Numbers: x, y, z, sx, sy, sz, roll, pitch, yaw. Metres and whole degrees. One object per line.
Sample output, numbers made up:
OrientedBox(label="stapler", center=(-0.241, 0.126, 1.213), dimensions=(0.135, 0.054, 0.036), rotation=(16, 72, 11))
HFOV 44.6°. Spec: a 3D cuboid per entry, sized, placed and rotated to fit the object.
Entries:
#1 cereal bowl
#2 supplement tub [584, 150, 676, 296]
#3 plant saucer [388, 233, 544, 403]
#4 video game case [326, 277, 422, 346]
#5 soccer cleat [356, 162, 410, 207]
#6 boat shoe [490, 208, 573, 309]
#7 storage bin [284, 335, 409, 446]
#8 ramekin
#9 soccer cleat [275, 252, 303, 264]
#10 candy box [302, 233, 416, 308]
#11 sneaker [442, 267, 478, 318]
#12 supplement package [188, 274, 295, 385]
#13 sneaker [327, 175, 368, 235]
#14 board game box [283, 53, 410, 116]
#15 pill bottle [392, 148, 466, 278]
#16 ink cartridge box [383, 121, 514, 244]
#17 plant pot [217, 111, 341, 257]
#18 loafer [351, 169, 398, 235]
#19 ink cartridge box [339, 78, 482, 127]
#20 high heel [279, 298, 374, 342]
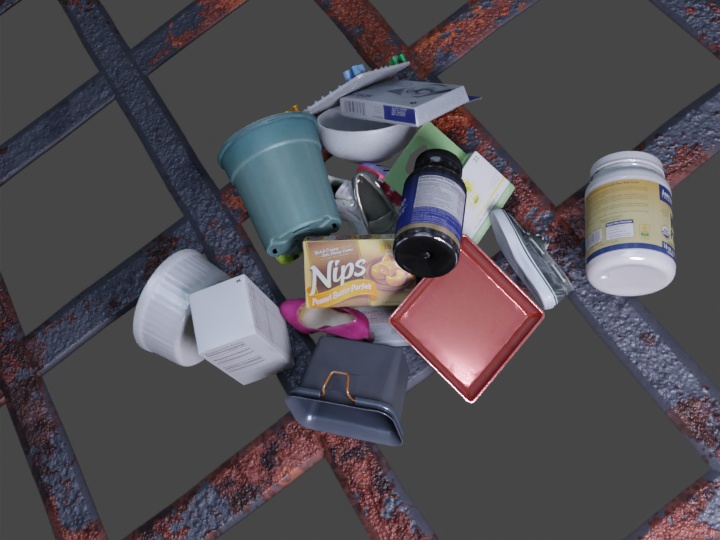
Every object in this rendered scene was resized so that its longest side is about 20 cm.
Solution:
OrientedBox(label="cereal bowl", center=(0.015, -0.258, 1.676), dimensions=(0.195, 0.085, 0.201), rotation=(-5, 26, 2))
OrientedBox(label="supplement tub", center=(0.439, -0.077, 1.438), dimensions=(0.141, 0.145, 0.205), rotation=(-2, 65, 17))
OrientedBox(label="plant saucer", center=(0.175, 0.080, 1.470), dimensions=(0.200, 0.037, 0.200), rotation=(43, 82, -3))
OrientedBox(label="video game case", center=(0.037, 0.049, 1.584), dimensions=(0.195, 0.023, 0.186), rotation=(-5, 64, 17))
OrientedBox(label="soccer cleat", center=(0.087, -0.155, 1.630), dimensions=(0.197, 0.067, 0.077), rotation=(27, 57, 13))
OrientedBox(label="boat shoe", center=(0.295, -0.028, 1.515), dimensions=(0.070, 0.072, 0.203), rotation=(-27, 70, -6))
OrientedBox(label="storage bin", center=(-0.013, 0.190, 1.475), dimensions=(0.195, 0.147, 0.137), rotation=(6, 57, 21))
OrientedBox(label="ramekin", center=(-0.311, 0.073, 1.593), dimensions=(0.096, 0.201, 0.203), rotation=(26, 75, 19))
OrientedBox(label="soccer cleat", center=(-0.125, -0.104, 1.701), dimensions=(0.083, 0.064, 0.205), rotation=(-3, 65, 50))
OrientedBox(label="candy box", center=(0.000, 0.000, 1.519), dimensions=(0.194, 0.055, 0.119), rotation=(-1, 101, 3))
OrientedBox(label="sneaker", center=(0.158, -0.014, 1.535), dimensions=(0.088, 0.067, 0.204), rotation=(-18, 78, -8))
OrientedBox(label="supplement package", center=(-0.204, 0.107, 1.529), dimensions=(0.107, 0.200, 0.116), rotation=(-19, 64, 8))
OrientedBox(label="sneaker", center=(-0.002, -0.109, 1.628), dimensions=(0.198, 0.100, 0.075), rotation=(32, 76, 27))
OrientedBox(label="board game box", center=(-0.027, -0.346, 1.671), dimensions=(0.198, 0.199, 0.026), rotation=(-26, 94, 36))
OrientedBox(label="pill bottle", center=(0.119, -0.099, 1.449), dimensions=(0.109, 0.113, 0.203), rotation=(-2, 51, 17))
OrientedBox(label="ink cartridge box", center=(0.159, -0.153, 1.562), dimensions=(0.199, 0.048, 0.147), rotation=(40, 79, -13))
OrientedBox(label="plant pot", center=(-0.134, -0.144, 1.576), dimensions=(0.196, 0.200, 0.200), rotation=(-23, 77, 6))
OrientedBox(label="loafer", center=(0.037, -0.082, 1.558), dimensions=(0.069, 0.070, 0.203), rotation=(-29, 88, 8))
OrientedBox(label="ink cartridge box", center=(0.095, -0.325, 1.645), dimensions=(0.197, 0.042, 0.198), rotation=(16, 34, 41))
OrientedBox(label="high heel", center=(-0.070, 0.078, 1.538), dimensions=(0.197, 0.096, 0.068), rotation=(23, 74, 27))
